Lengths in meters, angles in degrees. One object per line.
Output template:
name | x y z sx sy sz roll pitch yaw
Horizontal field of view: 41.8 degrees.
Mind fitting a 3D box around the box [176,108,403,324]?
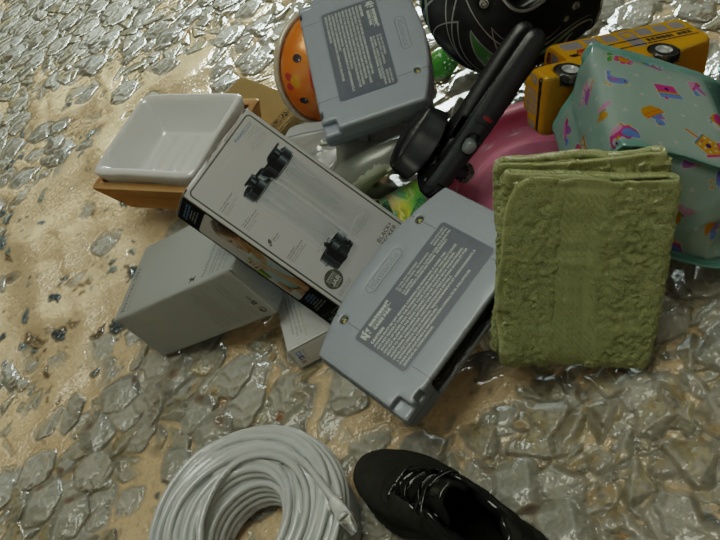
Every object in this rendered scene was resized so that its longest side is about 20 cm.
box | -0.068 -0.051 0.934 0.118 0.199 0.060 -58 6 -22

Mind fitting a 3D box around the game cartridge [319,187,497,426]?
game cartridge | 0.057 0.025 0.851 0.132 0.042 0.201 30 78 42

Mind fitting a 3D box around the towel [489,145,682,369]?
towel | 0.179 -0.005 0.769 0.146 0.203 0.037 1 30 9

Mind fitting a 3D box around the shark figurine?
shark figurine | 0.019 -0.133 1.031 0.213 0.128 0.090 -31 71 10

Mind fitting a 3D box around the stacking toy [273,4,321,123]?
stacking toy | 0.003 -0.241 1.120 0.199 0.147 0.147 17 63 48

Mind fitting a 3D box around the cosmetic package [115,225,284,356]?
cosmetic package | -0.168 0.008 1.039 0.198 0.081 0.114 -21 41 35

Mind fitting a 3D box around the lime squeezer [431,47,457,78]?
lime squeezer | 0.103 -0.274 1.190 0.070 0.037 0.202 -26 34 58

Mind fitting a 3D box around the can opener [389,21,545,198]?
can opener | 0.115 -0.158 0.941 0.200 0.078 0.064 -49 39 18

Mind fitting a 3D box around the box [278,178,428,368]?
box | 0.000 0.000 1.007 0.198 0.036 0.145 -27 44 6

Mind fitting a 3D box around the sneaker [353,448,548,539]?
sneaker | 0.065 0.187 0.766 0.198 0.091 0.076 17 65 42

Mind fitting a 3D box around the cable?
cable | -0.095 0.234 0.841 0.198 0.069 0.201 -33 42 4

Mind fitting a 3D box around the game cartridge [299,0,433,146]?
game cartridge | 0.009 -0.234 1.031 0.131 0.042 0.202 -14 56 3

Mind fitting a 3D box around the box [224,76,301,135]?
box | -0.179 -0.174 1.279 0.163 0.021 0.201 27 70 43

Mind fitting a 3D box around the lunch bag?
lunch bag | 0.284 -0.099 0.825 0.197 0.123 0.172 12 41 -6

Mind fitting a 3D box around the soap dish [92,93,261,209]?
soap dish | -0.231 -0.150 1.214 0.197 0.082 0.159 5 56 35

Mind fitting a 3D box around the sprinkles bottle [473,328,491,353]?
sprinkles bottle | 0.088 0.049 0.886 0.197 0.068 0.069 -16 46 19

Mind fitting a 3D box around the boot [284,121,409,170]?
boot | -0.007 -0.131 1.113 0.197 0.073 0.097 -10 61 28

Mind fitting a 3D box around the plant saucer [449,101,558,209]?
plant saucer | 0.170 -0.088 0.967 0.198 0.051 0.203 -17 47 19

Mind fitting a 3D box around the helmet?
helmet | 0.158 -0.318 1.061 0.188 0.202 0.201 -17 44 -2

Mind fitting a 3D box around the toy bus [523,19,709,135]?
toy bus | 0.252 -0.195 0.941 0.197 0.066 0.079 -15 40 -16
